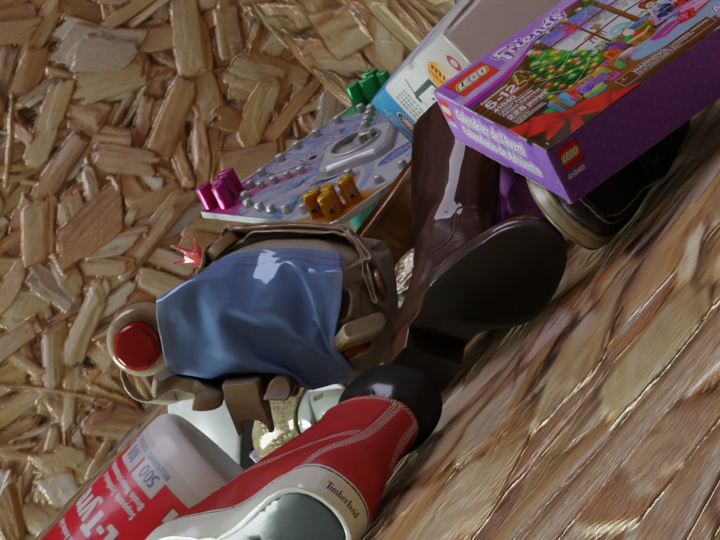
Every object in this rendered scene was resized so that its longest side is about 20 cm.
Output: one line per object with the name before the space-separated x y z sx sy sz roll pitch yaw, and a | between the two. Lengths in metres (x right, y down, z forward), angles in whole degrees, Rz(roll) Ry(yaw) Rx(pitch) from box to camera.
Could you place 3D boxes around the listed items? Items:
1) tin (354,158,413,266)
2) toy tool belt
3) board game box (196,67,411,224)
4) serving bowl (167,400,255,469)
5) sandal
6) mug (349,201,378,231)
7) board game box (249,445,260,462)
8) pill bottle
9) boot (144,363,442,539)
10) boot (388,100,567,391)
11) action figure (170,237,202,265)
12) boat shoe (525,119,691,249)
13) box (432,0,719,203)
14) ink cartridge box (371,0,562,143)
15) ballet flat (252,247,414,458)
tin | 0.000 0.000 1.543 0.201 0.042 0.112 -53 7 17
toy tool belt | -0.074 0.037 1.385 0.198 0.126 0.123 -11 10 10
board game box | -0.005 -0.098 1.689 0.199 0.026 0.199 -37 22 -25
serving bowl | -0.100 0.073 1.621 0.200 0.065 0.202 8 -90 -85
sandal | 0.085 -0.044 1.444 0.049 0.083 0.203 -15 -2 -14
mug | 0.058 -0.076 1.813 0.152 0.114 0.185 -46 5 0
board game box | 0.011 0.051 1.611 0.200 0.041 0.200 -46 5 11
pill bottle | -0.150 0.196 1.388 0.200 0.112 0.112 -47 4 2
boot | -0.038 0.125 1.262 0.199 0.073 0.144 -31 13 43
boot | 0.072 -0.050 1.329 0.186 0.064 0.201 -45 28 49
action figure | -0.096 0.036 1.745 0.065 0.098 0.202 -59 -23 -66
boat shoe | 0.150 -0.080 1.277 0.065 0.072 0.200 -43 3 32
box | 0.154 -0.124 1.238 0.199 0.039 0.137 -36 28 -11
ink cartridge box | 0.124 -0.137 1.525 0.145 0.147 0.200 -47 4 -15
ballet flat | 0.003 0.062 1.469 0.200 0.070 0.065 -50 27 10
